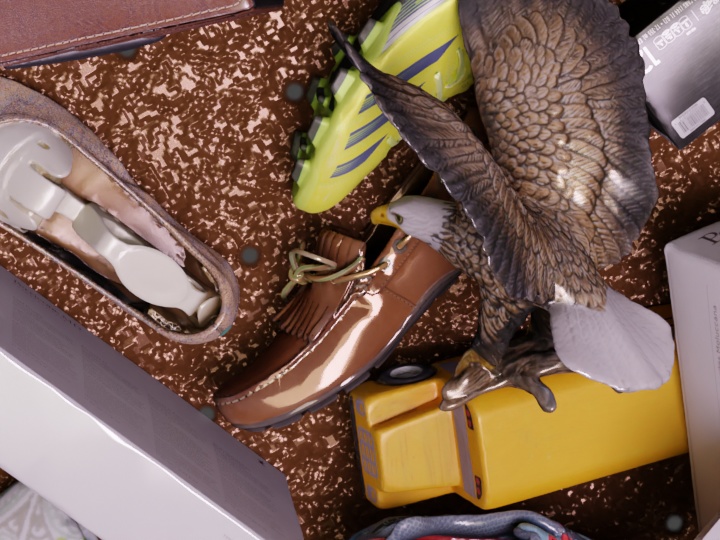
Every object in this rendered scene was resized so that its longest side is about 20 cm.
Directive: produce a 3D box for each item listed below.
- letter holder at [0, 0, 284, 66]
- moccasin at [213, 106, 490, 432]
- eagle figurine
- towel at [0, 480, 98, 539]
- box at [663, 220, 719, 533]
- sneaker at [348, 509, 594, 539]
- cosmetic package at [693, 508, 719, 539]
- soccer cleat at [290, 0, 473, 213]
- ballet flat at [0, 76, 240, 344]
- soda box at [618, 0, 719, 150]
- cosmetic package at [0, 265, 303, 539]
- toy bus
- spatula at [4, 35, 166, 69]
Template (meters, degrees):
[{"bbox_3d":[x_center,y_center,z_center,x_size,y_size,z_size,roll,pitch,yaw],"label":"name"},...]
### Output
[{"bbox_3d":[-0.130,-0.205,1.167,0.141,0.101,0.201,-12,95,8],"label":"letter holder"},{"bbox_3d":[0.000,0.000,1.265,0.201,0.074,0.078,-43,106,4],"label":"moccasin"},{"bbox_3d":[0.066,-0.036,1.179,0.150,0.152,0.201,-5,113,0],"label":"eagle figurine"},{"bbox_3d":[-0.175,0.229,1.278,0.171,0.048,0.200,-37,73,2],"label":"towel"},{"bbox_3d":[0.274,0.061,1.249,0.198,0.131,0.201,-21,113,-25],"label":"box"},{"bbox_3d":[0.088,0.165,1.256,0.199,0.096,0.080,7,66,-12],"label":"sneaker"},{"bbox_3d":[0.164,0.185,1.195,0.082,0.051,0.200,38,126,5],"label":"cosmetic package"},{"bbox_3d":[0.034,-0.107,1.248,0.083,0.065,0.201,29,99,-16],"label":"soccer cleat"},{"bbox_3d":[-0.139,-0.031,1.244,0.200,0.067,0.068,34,98,-14],"label":"ballet flat"},{"bbox_3d":[0.212,-0.150,1.254,0.200,0.071,0.063,-38,105,3],"label":"soda box"},{"bbox_3d":[-0.119,0.086,1.235,0.200,0.151,0.052,38,99,-14],"label":"cosmetic package"},{"bbox_3d":[0.098,0.072,1.285,0.199,0.078,0.065,-14,107,-20],"label":"toy bus"},{"bbox_3d":[-0.192,-0.108,1.234,0.199,0.057,0.021,-7,134,-13],"label":"spatula"}]
